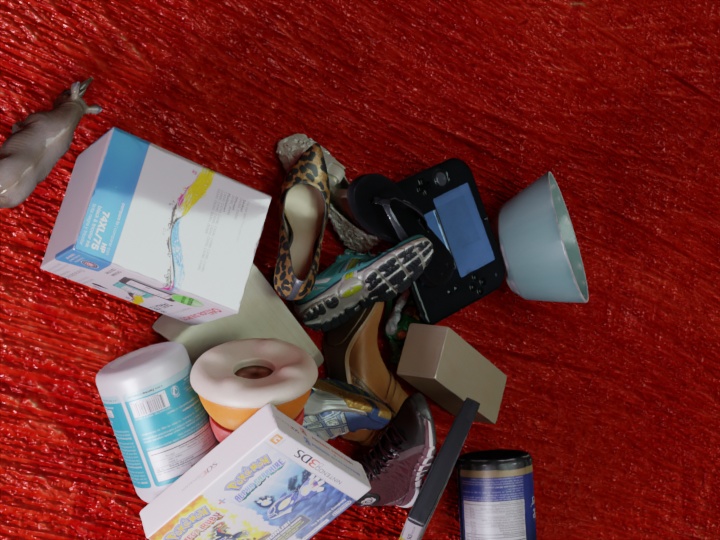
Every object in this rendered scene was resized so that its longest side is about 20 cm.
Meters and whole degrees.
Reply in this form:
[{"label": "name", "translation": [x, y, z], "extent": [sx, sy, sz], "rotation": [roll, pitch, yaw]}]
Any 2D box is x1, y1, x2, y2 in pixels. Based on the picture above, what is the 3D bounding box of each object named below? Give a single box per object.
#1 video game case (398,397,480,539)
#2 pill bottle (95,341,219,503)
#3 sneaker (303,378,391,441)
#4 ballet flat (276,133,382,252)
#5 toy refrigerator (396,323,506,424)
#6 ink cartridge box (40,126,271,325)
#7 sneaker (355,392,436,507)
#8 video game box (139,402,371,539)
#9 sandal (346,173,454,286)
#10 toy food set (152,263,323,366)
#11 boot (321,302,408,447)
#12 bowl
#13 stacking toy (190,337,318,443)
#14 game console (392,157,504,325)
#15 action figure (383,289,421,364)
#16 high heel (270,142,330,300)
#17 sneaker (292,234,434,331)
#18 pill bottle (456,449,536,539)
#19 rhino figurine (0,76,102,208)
[{"label": "video game case", "translation": [0.098, 0.295, 1.637], "extent": [0.025, 0.181, 0.201], "rotation": [25, 54, 9]}, {"label": "pill bottle", "translation": [-0.225, 0.193, 1.415], "extent": [0.110, 0.110, 0.202], "rotation": [-26, 104, -38]}, {"label": "sneaker", "translation": [-0.055, 0.185, 1.534], "extent": [0.199, 0.075, 0.089], "rotation": [14, 101, -31]}, {"label": "ballet flat", "translation": [-0.030, -0.109, 1.631], "extent": [0.200, 0.071, 0.072], "rotation": [51, 58, -24]}, {"label": "toy refrigerator", "translation": [0.129, 0.146, 1.712], "extent": [0.200, 0.070, 0.076], "rotation": [39, 62, -51]}, {"label": "ink cartridge box", "translation": [-0.230, -0.043, 1.381], "extent": [0.199, 0.146, 0.147], "rotation": [22, 72, -24]}, {"label": "sneaker", "translation": [0.029, 0.250, 1.602], "extent": [0.115, 0.076, 0.201], "rotation": [-8, 130, -20]}, {"label": "video game box", "translation": [-0.115, 0.259, 1.378], "extent": [0.200, 0.047, 0.182], "rotation": [-41, 131, 11]}, {"label": "sandal", "translation": [0.063, -0.060, 1.630], "extent": [0.200, 0.043, 0.076], "rotation": [42, 62, -25]}, {"label": "toy food set", "translation": [-0.151, 0.095, 1.528], "extent": [0.144, 0.060, 0.200], "rotation": [-45, 113, -20]}, {"label": "boot", "translation": [0.016, 0.136, 1.650], "extent": [0.154, 0.073, 0.201], "rotation": [34, 76, -33]}, {"label": "bowl", "translation": [0.262, -0.036, 1.816], "extent": [0.201, 0.104, 0.202], "rotation": [-16, 90, -74]}, {"label": "stacking toy", "translation": [-0.121, 0.192, 1.416], "extent": [0.145, 0.146, 0.202], "rotation": [-20, 121, -39]}, {"label": "game console", "translation": [0.117, -0.044, 1.708], "extent": [0.176, 0.031, 0.201], "rotation": [-26, 99, -41]}, {"label": "action figure", "translation": [0.078, 0.039, 1.719], "extent": [0.118, 0.055, 0.201], "rotation": [27, 71, -32]}, {"label": "high heel", "translation": [-0.066, -0.062, 1.524], "extent": [0.071, 0.143, 0.202], "rotation": [14, 91, -13]}, {"label": "sneaker", "translation": [0.000, 0.000, 1.589], "extent": [0.199, 0.080, 0.078], "rotation": [-26, 143, -2]}, {"label": "pill bottle", "translation": [0.197, 0.365, 1.755], "extent": [0.111, 0.111, 0.202], "rotation": [-2, 89, -40]}, {"label": "rhino figurine", "translation": [-0.353, -0.144, 1.347], "extent": [0.060, 0.087, 0.201], "rotation": [49, 59, -26]}]
